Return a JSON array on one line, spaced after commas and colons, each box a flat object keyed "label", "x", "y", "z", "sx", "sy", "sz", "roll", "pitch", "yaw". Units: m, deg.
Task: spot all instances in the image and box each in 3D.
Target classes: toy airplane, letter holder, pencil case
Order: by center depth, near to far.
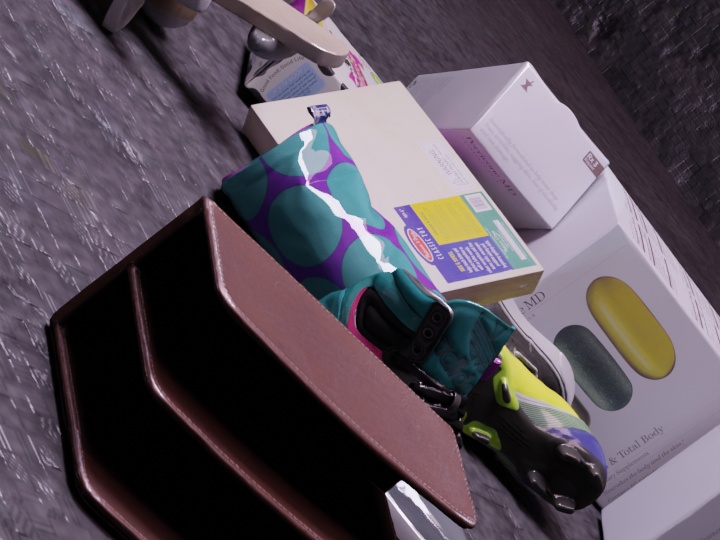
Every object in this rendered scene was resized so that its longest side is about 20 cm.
[{"label": "letter holder", "x": -0.039, "y": 0.091, "z": 1.103, "sx": 0.200, "sy": 0.100, "sz": 0.143, "roll": 44, "pitch": 17, "yaw": -33}, {"label": "pencil case", "x": 0.000, "y": 0.000, "z": 1.497, "sx": 0.092, "sy": 0.085, "sz": 0.201, "roll": -25, "pitch": 78, "yaw": -48}, {"label": "toy airplane", "x": -0.118, "y": -0.210, "z": 1.587, "sx": 0.198, "sy": 0.141, "sz": 0.201, "roll": -1, "pitch": 54, "yaw": -26}]

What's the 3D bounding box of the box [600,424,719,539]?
[{"label": "box", "x": 0.300, "y": 0.232, "z": 1.780, "sx": 0.200, "sy": 0.152, "sz": 0.106, "roll": 50, "pitch": 14, "yaw": -13}]

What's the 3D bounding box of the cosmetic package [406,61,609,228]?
[{"label": "cosmetic package", "x": 0.098, "y": -0.098, "z": 1.909, "sx": 0.113, "sy": 0.081, "sz": 0.200, "roll": 48, "pitch": -16, "yaw": -17}]

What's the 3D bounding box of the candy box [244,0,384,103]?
[{"label": "candy box", "x": -0.001, "y": -0.103, "z": 1.790, "sx": 0.200, "sy": 0.061, "sz": 0.137, "roll": 48, "pitch": 14, "yaw": -16}]

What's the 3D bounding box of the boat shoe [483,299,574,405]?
[{"label": "boat shoe", "x": 0.096, "y": 0.066, "z": 1.724, "sx": 0.200, "sy": 0.070, "sz": 0.064, "roll": 52, "pitch": 43, "yaw": -42}]

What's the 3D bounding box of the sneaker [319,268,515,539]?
[{"label": "sneaker", "x": 0.044, "y": 0.077, "z": 1.371, "sx": 0.084, "sy": 0.120, "sz": 0.201, "roll": 31, "pitch": 26, "yaw": -58}]

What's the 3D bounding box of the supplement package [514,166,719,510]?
[{"label": "supplement package", "x": 0.194, "y": 0.053, "z": 1.867, "sx": 0.200, "sy": 0.151, "sz": 0.151, "roll": 51, "pitch": 13, "yaw": -16}]

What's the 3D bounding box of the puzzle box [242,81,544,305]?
[{"label": "puzzle box", "x": 0.021, "y": -0.049, "z": 1.631, "sx": 0.132, "sy": 0.026, "sz": 0.200, "roll": -11, "pitch": 51, "yaw": -34}]

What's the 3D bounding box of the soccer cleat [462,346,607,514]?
[{"label": "soccer cleat", "x": 0.098, "y": 0.088, "z": 1.649, "sx": 0.200, "sy": 0.065, "sz": 0.084, "roll": 47, "pitch": 13, "yaw": -21}]
